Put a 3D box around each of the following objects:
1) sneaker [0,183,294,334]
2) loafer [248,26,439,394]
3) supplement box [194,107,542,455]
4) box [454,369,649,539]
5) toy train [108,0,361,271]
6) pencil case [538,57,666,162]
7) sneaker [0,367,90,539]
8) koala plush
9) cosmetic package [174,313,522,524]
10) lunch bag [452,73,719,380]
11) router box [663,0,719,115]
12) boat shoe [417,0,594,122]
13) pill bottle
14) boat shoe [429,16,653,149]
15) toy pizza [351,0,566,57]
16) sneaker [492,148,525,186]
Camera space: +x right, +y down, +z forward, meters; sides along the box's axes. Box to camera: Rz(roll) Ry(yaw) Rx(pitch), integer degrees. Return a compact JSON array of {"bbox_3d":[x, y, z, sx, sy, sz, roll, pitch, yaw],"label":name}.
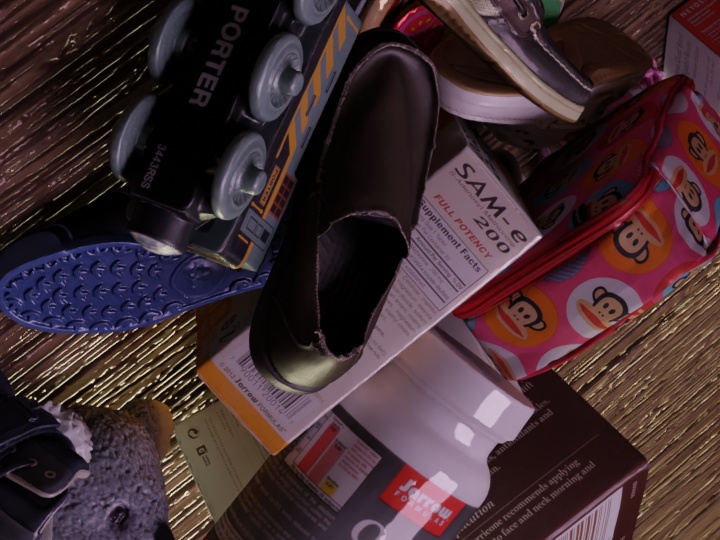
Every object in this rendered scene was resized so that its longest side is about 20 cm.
[{"bbox_3d":[-0.106,-0.024,1.266,0.200,0.078,0.070,-11,135,-16],"label":"sneaker"},{"bbox_3d":[0.005,-0.031,1.215,0.073,0.071,0.200,19,78,-28],"label":"loafer"},{"bbox_3d":[0.000,0.000,1.348,0.200,0.074,0.126,-39,-164,7],"label":"supplement box"},{"bbox_3d":[0.069,0.152,1.624,0.166,0.200,0.164,-34,152,-22],"label":"box"},{"bbox_3d":[-0.057,-0.094,1.175,0.200,0.085,0.114,-67,161,-9],"label":"toy train"},{"bbox_3d":[0.167,-0.075,1.580,0.200,0.086,0.083,71,36,-62],"label":"pencil case"},{"bbox_3d":[-0.226,0.089,1.157,0.202,0.146,0.077,-2,133,-53],"label":"sneaker"},{"bbox_3d":[-0.176,0.166,1.367,0.177,0.184,0.200,-1,109,-63],"label":"koala plush"},{"bbox_3d":[-0.005,0.091,1.487,0.200,0.085,0.108,-28,163,8],"label":"cosmetic package"},{"bbox_3d":[0.134,-0.020,1.388,0.176,0.082,0.200,-35,-169,31],"label":"lunch bag"},{"bbox_3d":[0.289,-0.078,1.641,0.049,0.179,0.200,-37,152,-19],"label":"router box"},{"bbox_3d":[0.066,-0.153,1.234,0.065,0.073,0.200,-47,126,5],"label":"boat shoe"},{"bbox_3d":[0.003,0.129,1.369,0.200,0.116,0.116,-52,154,5],"label":"pill bottle"},{"bbox_3d":[0.100,-0.101,1.378,0.200,0.071,0.069,-11,138,-51],"label":"boat shoe"},{"bbox_3d":[0.065,-0.151,1.371,0.200,0.032,0.200,-35,152,-22],"label":"toy pizza"},{"bbox_3d":[0.090,-0.035,1.528,0.089,0.074,0.200,-54,154,21],"label":"sneaker"}]
